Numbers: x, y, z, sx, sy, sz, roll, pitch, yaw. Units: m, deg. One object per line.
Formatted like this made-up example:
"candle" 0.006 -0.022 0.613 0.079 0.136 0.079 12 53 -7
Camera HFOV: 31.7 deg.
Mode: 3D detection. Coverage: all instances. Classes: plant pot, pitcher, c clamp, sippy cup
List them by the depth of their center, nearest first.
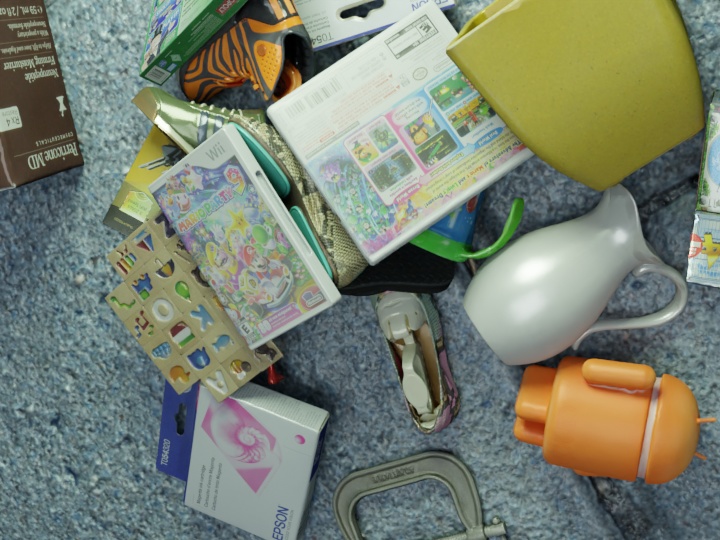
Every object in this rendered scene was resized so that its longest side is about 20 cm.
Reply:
"plant pot" 0.223 -0.195 1.196 0.194 0.196 0.201 -33 99 20
"pitcher" 0.221 0.024 1.292 0.199 0.121 0.172 -36 107 9
"sippy cup" 0.075 -0.096 1.295 0.177 0.140 0.131 25 99 -15
"c clamp" 0.069 0.291 1.436 0.198 0.027 0.172 -12 100 17

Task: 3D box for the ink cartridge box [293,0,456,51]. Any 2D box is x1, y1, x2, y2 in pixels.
"ink cartridge box" -0.016 -0.340 1.294 0.195 0.043 0.202 -13 102 19

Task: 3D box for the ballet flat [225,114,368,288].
"ballet flat" -0.054 -0.079 1.259 0.075 0.068 0.201 -34 92 -24

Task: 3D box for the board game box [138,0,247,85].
"board game box" -0.154 -0.290 1.273 0.029 0.136 0.200 24 145 -29

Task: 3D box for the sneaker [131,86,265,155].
"sneaker" -0.136 -0.138 1.316 0.200 0.067 0.090 42 88 3

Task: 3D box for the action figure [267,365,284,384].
"action figure" -0.122 0.024 1.415 0.065 0.052 0.202 -3 97 11

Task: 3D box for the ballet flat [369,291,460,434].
"ballet flat" 0.056 0.083 1.367 0.069 0.071 0.202 -16 98 19

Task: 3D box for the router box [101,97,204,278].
"router box" -0.154 -0.073 1.369 0.199 0.052 0.158 27 87 9

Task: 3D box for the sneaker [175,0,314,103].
"sneaker" -0.119 -0.205 1.305 0.113 0.077 0.200 59 142 9

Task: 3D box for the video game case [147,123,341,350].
"video game case" -0.119 -0.029 1.268 0.143 0.018 0.201 -29 94 44

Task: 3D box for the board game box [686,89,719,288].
"board game box" 0.344 -0.058 1.184 0.061 0.200 0.202 7 105 14

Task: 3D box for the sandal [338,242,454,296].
"sandal" 0.001 0.001 1.335 0.199 0.076 0.048 7 146 -16

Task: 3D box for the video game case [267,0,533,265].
"video game case" 0.040 -0.134 1.224 0.199 0.024 0.183 -34 83 -8

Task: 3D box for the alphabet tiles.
"alphabet tiles" -0.176 0.037 1.344 0.166 0.006 0.201 -37 91 23

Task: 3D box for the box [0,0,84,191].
"box" -0.430 -0.186 1.388 0.163 0.166 0.202 -10 101 17

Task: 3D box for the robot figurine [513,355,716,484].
"robot figurine" 0.260 0.155 1.305 0.198 0.117 0.145 10 100 14

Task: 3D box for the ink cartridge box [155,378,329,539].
"ink cartridge box" -0.145 0.206 1.437 0.198 0.043 0.198 19 127 9
